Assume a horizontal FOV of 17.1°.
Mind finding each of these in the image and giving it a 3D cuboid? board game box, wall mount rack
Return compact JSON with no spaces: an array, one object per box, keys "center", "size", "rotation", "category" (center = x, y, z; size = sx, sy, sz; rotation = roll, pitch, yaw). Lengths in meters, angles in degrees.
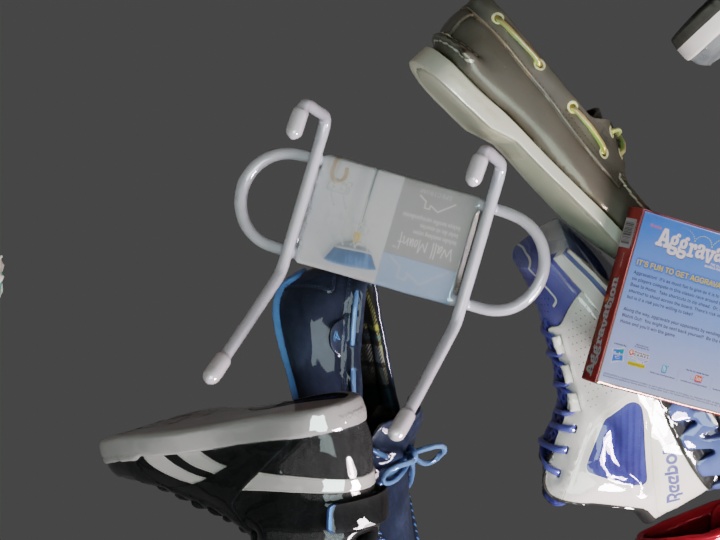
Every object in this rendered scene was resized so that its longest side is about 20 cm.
[{"center":[0.229,0.037,1.390],"size":[0.200,0.019,0.103],"rotation":[16,92,-24],"category":"board game box"},{"center":[0.000,0.000,1.375],"size":[0.200,0.075,0.174],"rotation":[16,88,19],"category":"wall mount rack"}]

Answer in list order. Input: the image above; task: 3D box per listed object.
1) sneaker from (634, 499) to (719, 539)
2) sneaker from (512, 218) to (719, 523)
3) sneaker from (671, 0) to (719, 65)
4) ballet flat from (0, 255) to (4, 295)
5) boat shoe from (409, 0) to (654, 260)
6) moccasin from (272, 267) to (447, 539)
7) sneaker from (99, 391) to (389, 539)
[{"center":[0.252,0.211,1.465],"size":[0.199,0.078,0.116],"rotation":[14,109,-2],"category":"sneaker"},{"center":[0.139,0.079,1.428],"size":[0.115,0.081,0.200],"rotation":[-36,104,11],"category":"sneaker"},{"center":[0.286,-0.148,1.351],"size":[0.200,0.084,0.121],"rotation":[-35,93,12],"category":"sneaker"},{"center":[-0.306,-0.018,1.441],"size":[0.200,0.072,0.072],"rotation":[22,107,-6],"category":"ballet flat"},{"center":[0.118,-0.074,1.387],"size":[0.202,0.072,0.060],"rotation":[42,82,-17],"category":"boat shoe"},{"center":[0.004,0.094,1.438],"size":[0.068,0.080,0.200],"rotation":[-12,108,22],"category":"moccasin"},{"center":[-0.072,0.139,1.418],"size":[0.200,0.073,0.112],"rotation":[-10,94,41],"category":"sneaker"}]
